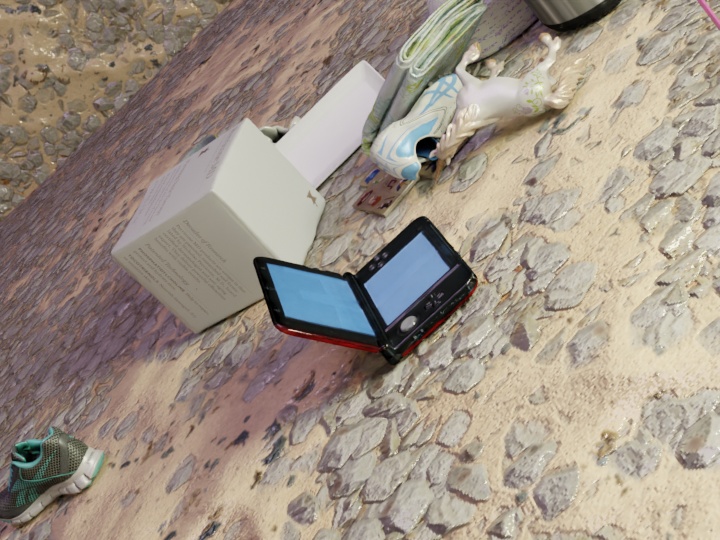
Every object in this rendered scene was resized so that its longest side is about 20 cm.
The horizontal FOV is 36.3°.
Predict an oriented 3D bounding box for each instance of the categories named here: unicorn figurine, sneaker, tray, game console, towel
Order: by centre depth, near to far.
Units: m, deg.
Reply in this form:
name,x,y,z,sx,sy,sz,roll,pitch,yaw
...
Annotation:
name,x,y,z,sx,sy,sz,roll,pitch,yaw
game console,0.000,0.000,1.117,0.172,0.119,0.200,-43,24,6
unicorn figurine,0.151,-0.193,1.233,0.199,0.074,0.138,-15,47,39
sneaker,0.083,-0.173,1.333,0.200,0.072,0.072,-50,-7,-40
towel,0.075,-0.251,1.390,0.171,0.048,0.200,-49,-6,-29
sneaker,-0.422,0.258,1.422,0.200,0.091,0.078,-32,25,27
tray,-0.034,-0.200,1.574,0.200,0.022,0.107,-44,58,3
sneaker,-0.138,-0.175,1.670,0.200,0.087,0.075,-30,29,35

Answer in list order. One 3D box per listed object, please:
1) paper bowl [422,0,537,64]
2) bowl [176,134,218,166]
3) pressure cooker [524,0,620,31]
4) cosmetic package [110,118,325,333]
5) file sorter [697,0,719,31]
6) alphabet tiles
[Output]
name,x,y,z,sx,sy,sz,roll,pitch,yaw
paper bowl,0.168,-0.382,1.485,0.200,0.104,0.201,-37,23,19
bowl,-0.236,-0.096,1.660,0.200,0.108,0.200,-43,24,25
pressure cooker,0.235,-0.410,1.298,0.178,0.200,0.176,-39,25,15
cosmetic package,-0.183,-0.056,1.450,0.200,0.166,0.168,-28,29,32
file sorter,0.380,-0.311,0.993,0.139,0.125,0.200,-25,31,39
alphabet tiles,0.074,-0.147,1.375,0.200,0.008,0.167,-49,24,-9
